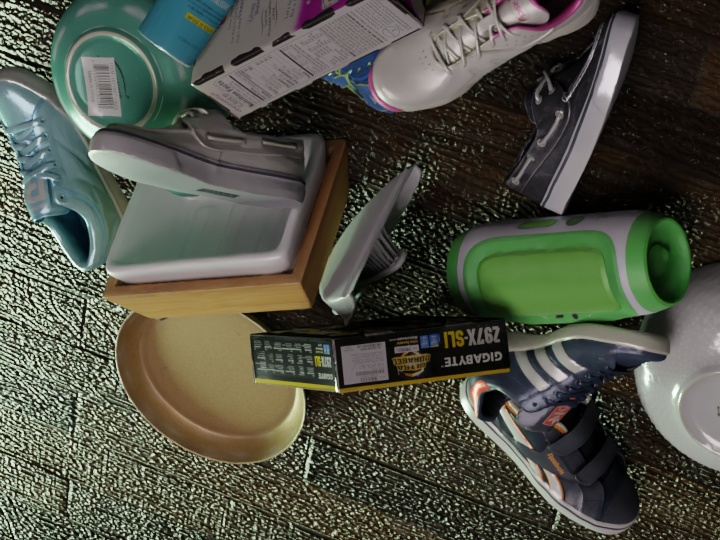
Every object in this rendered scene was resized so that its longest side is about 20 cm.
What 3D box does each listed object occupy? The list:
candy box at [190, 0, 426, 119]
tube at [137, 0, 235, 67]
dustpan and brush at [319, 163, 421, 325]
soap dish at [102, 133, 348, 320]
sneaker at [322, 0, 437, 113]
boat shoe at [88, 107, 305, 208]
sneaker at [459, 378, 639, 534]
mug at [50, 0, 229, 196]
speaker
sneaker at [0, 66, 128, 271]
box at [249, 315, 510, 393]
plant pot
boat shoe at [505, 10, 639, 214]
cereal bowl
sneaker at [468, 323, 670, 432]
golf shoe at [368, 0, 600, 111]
[{"bbox_3d":[-0.038,-0.219,1.629,0.199,0.137,0.061,-21,139,36],"label":"candy box"},{"bbox_3d":[-0.098,-0.255,1.619,0.050,0.077,0.201,38,97,37],"label":"tube"},{"bbox_3d":[0.000,0.000,1.810,0.057,0.140,0.200,33,155,-14],"label":"dustpan and brush"},{"bbox_3d":[-0.111,-0.034,1.803,0.198,0.158,0.081,-4,140,27],"label":"soap dish"},{"bbox_3d":[-0.004,-0.175,1.669,0.198,0.106,0.076,-9,130,30],"label":"sneaker"},{"bbox_3d":[-0.126,-0.099,1.668,0.198,0.066,0.072,11,169,-31],"label":"boat shoe"},{"bbox_3d":[0.182,0.152,1.849,0.200,0.079,0.079,41,137,-6],"label":"sneaker"},{"bbox_3d":[-0.170,-0.161,1.729,0.185,0.114,0.152,43,121,3],"label":"mug"},{"bbox_3d":[0.170,-0.003,1.716,0.199,0.089,0.089,-4,124,40],"label":"speaker"},{"bbox_3d":[-0.277,-0.088,1.879,0.073,0.082,0.201,-20,114,34],"label":"sneaker"},{"bbox_3d":[0.014,0.069,1.763,0.200,0.158,0.050,179,84,-66],"label":"box"},{"bbox_3d":[-0.140,0.099,1.994,0.198,0.028,0.202,12,129,15],"label":"plant pot"},{"bbox_3d":[0.164,-0.131,1.655,0.067,0.072,0.201,24,138,4],"label":"boat shoe"},{"bbox_3d":[0.319,0.097,1.742,0.198,0.083,0.202,13,128,17],"label":"cereal bowl"},{"bbox_3d":[0.173,0.093,1.745,0.199,0.085,0.075,-8,165,44],"label":"sneaker"},{"bbox_3d":[0.094,-0.187,1.569,0.199,0.092,0.076,-31,88,-5],"label":"golf shoe"}]
